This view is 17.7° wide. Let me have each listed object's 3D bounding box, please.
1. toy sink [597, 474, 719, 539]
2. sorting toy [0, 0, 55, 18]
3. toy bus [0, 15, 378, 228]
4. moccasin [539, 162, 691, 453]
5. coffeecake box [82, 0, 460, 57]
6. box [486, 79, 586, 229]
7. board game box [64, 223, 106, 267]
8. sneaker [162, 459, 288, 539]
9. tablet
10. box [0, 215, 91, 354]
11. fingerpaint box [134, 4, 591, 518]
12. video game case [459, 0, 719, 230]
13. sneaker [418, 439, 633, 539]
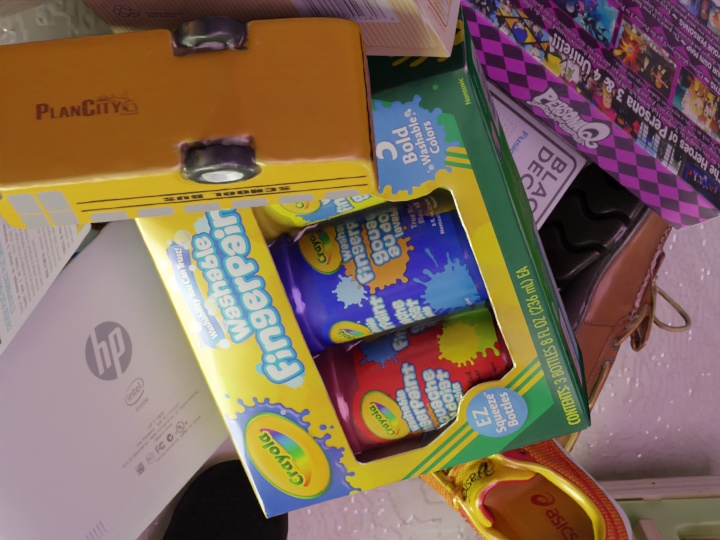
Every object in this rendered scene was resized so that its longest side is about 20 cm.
[{"bbox_3d":[0.148,0.190,1.235,0.199,0.131,0.112,0,135,-23],"label":"toy sink"},{"bbox_3d":[-0.185,-0.202,1.025,0.199,0.070,0.200,-21,112,-17],"label":"sorting toy"},{"bbox_3d":[-0.095,-0.060,0.959,0.199,0.078,0.065,-6,77,2],"label":"toy bus"},{"bbox_3d":[0.126,0.019,1.227,0.078,0.074,0.202,23,93,-35],"label":"moccasin"},{"bbox_3d":[-0.027,-0.199,1.005,0.073,0.153,0.201,49,47,-62],"label":"coffeecake box"},{"bbox_3d":[0.004,-0.069,1.153,0.200,0.060,0.117,37,88,-28],"label":"box"},{"bbox_3d":[-0.168,0.017,1.122,0.199,0.030,0.096,12,99,-29],"label":"board game box"},{"bbox_3d":[-0.074,0.207,1.198,0.067,0.108,0.202,4,68,3],"label":"sneaker"},{"bbox_3d":[-0.114,0.054,1.102,0.200,0.014,0.130,-48,123,-33],"label":"tablet"},{"bbox_3d":[-0.191,0.017,1.007,0.200,0.049,0.082,-58,159,-34],"label":"box"},{"bbox_3d":[0.000,0.000,1.076,0.166,0.073,0.201,-16,119,9],"label":"fingerpaint box"},{"bbox_3d":[0.119,-0.147,1.144,0.200,0.036,0.182,35,53,-29],"label":"video game case"},{"bbox_3d":[0.057,0.086,1.165,0.200,0.077,0.073,38,98,16],"label":"sneaker"}]
